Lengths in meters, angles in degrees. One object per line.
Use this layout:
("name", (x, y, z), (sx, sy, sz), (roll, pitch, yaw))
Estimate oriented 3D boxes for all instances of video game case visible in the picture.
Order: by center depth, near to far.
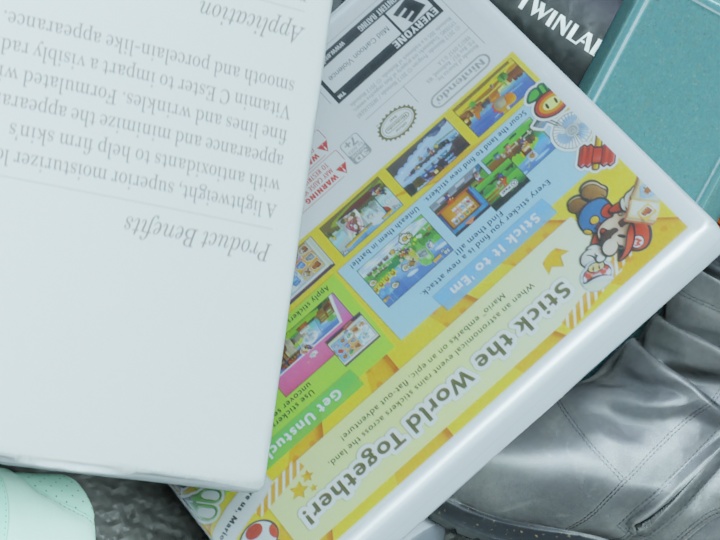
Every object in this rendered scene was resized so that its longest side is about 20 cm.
("video game case", (0.000, 0.000, 1.016), (0.200, 0.023, 0.182), (-42, 53, 0))

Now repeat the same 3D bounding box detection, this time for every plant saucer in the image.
("plant saucer", (0.092, -0.018, 1.061), (0.070, 0.200, 0.019), (30, 19, 9))

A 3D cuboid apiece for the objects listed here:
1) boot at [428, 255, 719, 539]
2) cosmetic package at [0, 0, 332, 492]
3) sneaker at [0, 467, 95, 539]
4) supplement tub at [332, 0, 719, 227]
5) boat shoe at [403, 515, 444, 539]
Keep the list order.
("boot", (0.092, 0.043, 1.039), (0.200, 0.132, 0.070), (24, 17, -7))
("cosmetic package", (-0.128, -0.039, 0.954), (0.165, 0.165, 0.200), (12, 86, -41))
("sneaker", (-0.144, 0.157, 0.955), (0.118, 0.200, 0.074), (3, 20, -47))
("supplement tub", (0.090, -0.086, 1.123), (0.200, 0.123, 0.123), (34, 61, 12))
("boat shoe", (-0.059, 0.132, 1.014), (0.065, 0.074, 0.200), (42, 53, 20))
